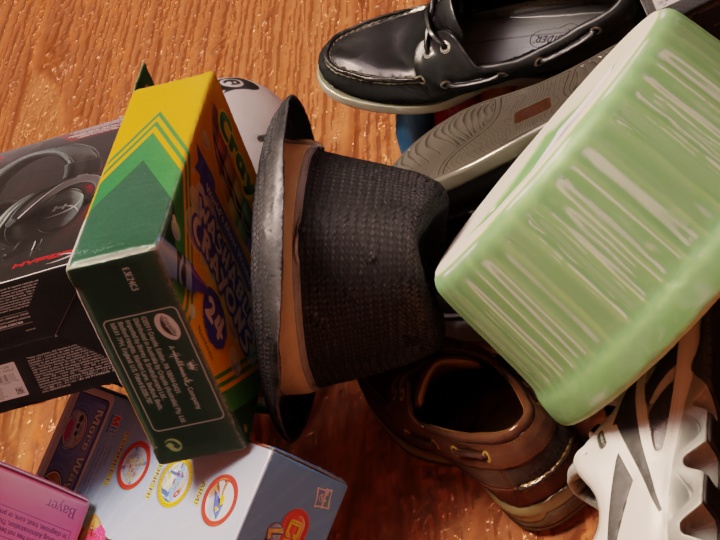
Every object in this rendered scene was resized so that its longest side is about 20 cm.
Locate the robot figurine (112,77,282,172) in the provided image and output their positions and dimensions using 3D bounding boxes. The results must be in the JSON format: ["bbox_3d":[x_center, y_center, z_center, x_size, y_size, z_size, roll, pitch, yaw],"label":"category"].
[{"bbox_3d":[-0.129,-0.054,1.317,0.199,0.125,0.151,-22,34,20],"label":"robot figurine"}]

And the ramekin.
[{"bbox_3d":[0.126,-0.031,0.946,0.200,0.098,0.200,-50,2,2],"label":"ramekin"}]

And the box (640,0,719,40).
[{"bbox_3d":[0.262,-0.192,1.098,0.199,0.051,0.158,-24,-7,20],"label":"box"}]

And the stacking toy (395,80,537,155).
[{"bbox_3d":[0.131,-0.092,1.153,0.199,0.116,0.110,4,52,32],"label":"stacking toy"}]

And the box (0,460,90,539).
[{"bbox_3d":[-0.260,0.194,1.049,0.176,0.097,0.201,1,68,52],"label":"box"}]

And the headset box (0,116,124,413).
[{"bbox_3d":[-0.185,-0.005,1.064,0.148,0.077,0.200,-15,28,10],"label":"headset box"}]

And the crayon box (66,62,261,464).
[{"bbox_3d":[-0.087,-0.014,1.011,0.051,0.126,0.200,-13,33,14],"label":"crayon box"}]

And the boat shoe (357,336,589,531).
[{"bbox_3d":[0.053,0.067,1.038,0.072,0.068,0.200,-44,32,-10],"label":"boat shoe"}]

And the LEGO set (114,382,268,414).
[{"bbox_3d":[-0.109,0.015,1.183,0.200,0.153,0.116,-2,72,59],"label":"LEGO set"}]

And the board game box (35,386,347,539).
[{"bbox_3d":[-0.120,0.174,1.027,0.195,0.056,0.201,13,77,51],"label":"board game box"}]

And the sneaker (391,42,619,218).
[{"bbox_3d":[0.111,-0.046,1.086,0.199,0.106,0.075,-22,27,22],"label":"sneaker"}]

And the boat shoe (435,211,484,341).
[{"bbox_3d":[0.040,-0.013,1.154,0.074,0.068,0.199,-48,34,-17],"label":"boat shoe"}]

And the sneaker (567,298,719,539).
[{"bbox_3d":[0.141,0.075,0.936,0.088,0.074,0.200,-14,38,30],"label":"sneaker"}]

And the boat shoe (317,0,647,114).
[{"bbox_3d":[0.067,-0.136,1.109,0.198,0.066,0.075,1,58,14],"label":"boat shoe"}]

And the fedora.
[{"bbox_3d":[0.000,0.000,1.017,0.091,0.201,0.201,1,41,6],"label":"fedora"}]
